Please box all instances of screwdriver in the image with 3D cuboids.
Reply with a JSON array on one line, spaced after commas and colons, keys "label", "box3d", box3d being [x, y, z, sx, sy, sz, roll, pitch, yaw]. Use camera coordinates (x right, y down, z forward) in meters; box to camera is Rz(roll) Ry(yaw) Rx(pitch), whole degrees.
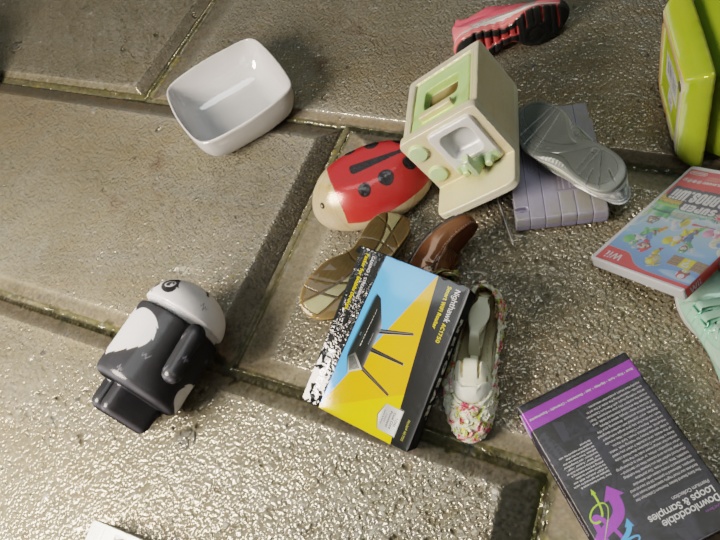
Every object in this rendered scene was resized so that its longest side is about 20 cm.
[{"label": "screwdriver", "box3d": [0.196, -0.117, 0.922, 0.029, 0.028, 0.202, -2, 55, -20]}]

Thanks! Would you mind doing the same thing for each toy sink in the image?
[{"label": "toy sink", "box3d": [0.138, -0.198, 0.899, 0.129, 0.112, 0.202, -23, 44, 38]}]

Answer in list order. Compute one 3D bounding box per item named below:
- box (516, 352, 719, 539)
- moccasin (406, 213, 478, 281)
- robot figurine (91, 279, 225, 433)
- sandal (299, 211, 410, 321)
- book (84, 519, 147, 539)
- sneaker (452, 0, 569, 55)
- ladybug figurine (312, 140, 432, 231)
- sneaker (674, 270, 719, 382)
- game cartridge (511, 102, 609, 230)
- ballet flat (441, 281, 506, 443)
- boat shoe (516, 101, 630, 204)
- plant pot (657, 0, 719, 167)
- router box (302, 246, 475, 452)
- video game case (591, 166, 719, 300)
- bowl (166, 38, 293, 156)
[{"label": "box", "box3d": [0.280, 0.207, 0.690, 0.141, 0.036, 0.202, -26, 54, 0]}, {"label": "moccasin", "box3d": [0.092, 0.012, 0.840, 0.077, 0.074, 0.202, 33, 73, 28]}, {"label": "robot figurine", "box3d": [-0.266, 0.108, 0.850, 0.149, 0.125, 0.202, 23, 67, 19]}, {"label": "sandal", "box3d": [0.000, 0.000, 0.888, 0.080, 0.054, 0.200, 34, 65, 21]}, {"label": "book", "box3d": [-0.252, 0.382, 0.725, 0.197, 0.048, 0.135, 10, 64, 22]}, {"label": "sneaker", "box3d": [0.244, -0.419, 1.067, 0.197, 0.074, 0.088, -15, 54, 6]}, {"label": "ladybug figurine", "box3d": [0.016, -0.135, 0.954, 0.198, 0.072, 0.137, -24, 55, 0]}, {"label": "sneaker", "box3d": [0.409, 0.051, 0.700, 0.073, 0.119, 0.203, -14, 55, 8]}, {"label": "game cartridge", "box3d": [0.276, -0.150, 0.915, 0.127, 0.039, 0.203, -3, 58, 9]}, {"label": "ballet flat", "box3d": [0.136, 0.103, 0.777, 0.074, 0.064, 0.203, 2, 60, 16]}, {"label": "boat shoe", "box3d": [0.283, -0.159, 0.870, 0.075, 0.065, 0.202, -47, 50, 7]}, {"label": "plant pot", "box3d": [0.494, -0.262, 0.829, 0.179, 0.200, 0.203, -7, 57, 18]}, {"label": "router box", "box3d": [0.034, 0.091, 0.775, 0.147, 0.051, 0.203, 21, 88, 21]}, {"label": "video game case", "box3d": [0.405, -0.054, 0.789, 0.199, 0.018, 0.143, -40, 29, -10]}, {"label": "bowl", "box3d": [-0.221, -0.292, 1.118, 0.198, 0.075, 0.200, -32, 56, -7]}]
